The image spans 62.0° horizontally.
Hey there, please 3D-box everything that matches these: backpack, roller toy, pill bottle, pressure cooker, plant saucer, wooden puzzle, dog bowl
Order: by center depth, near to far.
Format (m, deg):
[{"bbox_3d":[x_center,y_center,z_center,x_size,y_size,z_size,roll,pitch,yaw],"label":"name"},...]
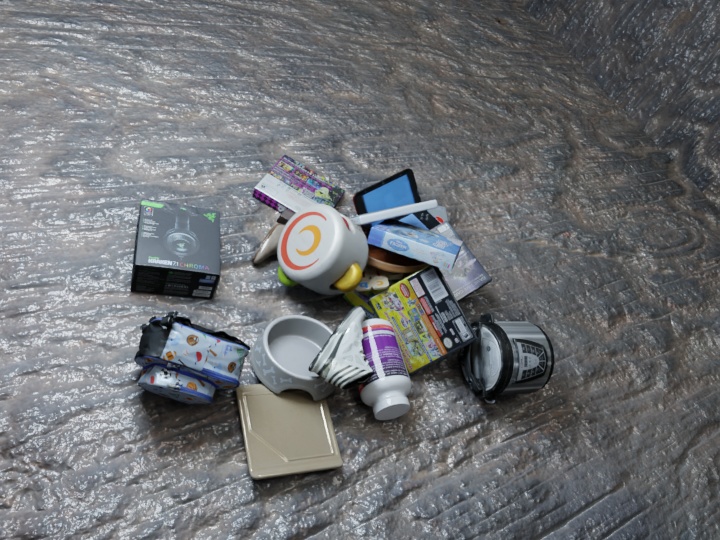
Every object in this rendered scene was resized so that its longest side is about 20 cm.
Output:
[{"bbox_3d":[-0.307,0.165,1.098,0.190,0.200,0.155,15,77,-26],"label":"backpack"},{"bbox_3d":[-0.142,0.306,1.169,0.184,0.037,0.201,2,47,-28],"label":"wooden puzzle"},{"bbox_3d":[-0.124,0.174,1.249,0.199,0.059,0.201,16,38,-13],"label":"dog bowl"},{"bbox_3d":[0.041,0.212,1.288,0.112,0.113,0.201,3,51,-26],"label":"pill bottle"},{"bbox_3d":[-0.078,-0.044,1.346,0.140,0.199,0.184,31,64,-50],"label":"roller toy"},{"bbox_3d":[0.327,0.208,1.404,0.199,0.179,0.176,4,38,-26],"label":"pressure cooker"},{"bbox_3d":[0.072,-0.046,1.463,0.199,0.032,0.201,11,28,-6],"label":"plant saucer"}]

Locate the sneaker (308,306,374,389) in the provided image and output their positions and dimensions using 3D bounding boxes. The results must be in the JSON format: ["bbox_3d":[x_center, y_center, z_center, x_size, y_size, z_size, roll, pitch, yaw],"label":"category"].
[{"bbox_3d":[-0.015,0.167,1.228,0.115,0.076,0.201,36,45,1],"label":"sneaker"}]

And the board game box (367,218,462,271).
[{"bbox_3d":[0.134,-0.066,1.405,0.198,0.044,0.200,20,15,9],"label":"board game box"}]

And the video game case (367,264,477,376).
[{"bbox_3d":[0.140,0.111,1.369,0.201,0.180,0.025,61,10,7],"label":"video game case"}]

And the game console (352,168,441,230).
[{"bbox_3d":[0.104,-0.148,1.586,0.199,0.119,0.172,-28,55,-21],"label":"game console"}]

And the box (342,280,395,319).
[{"bbox_3d":[0.048,0.072,1.460,0.200,0.048,0.117,42,46,7],"label":"box"}]

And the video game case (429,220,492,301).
[{"bbox_3d":[0.227,-0.021,1.549,0.142,0.019,0.200,-28,73,-23],"label":"video game case"}]

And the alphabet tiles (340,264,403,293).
[{"bbox_3d":[0.000,0.000,1.448,0.199,0.015,0.196,-5,29,-3],"label":"alphabet tiles"}]

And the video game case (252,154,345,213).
[{"bbox_3d":[-0.160,-0.206,1.595,0.199,0.036,0.182,30,45,-2],"label":"video game case"}]

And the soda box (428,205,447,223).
[{"bbox_3d":[0.209,-0.091,1.670,0.063,0.068,0.201,11,48,-16],"label":"soda box"}]

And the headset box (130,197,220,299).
[{"bbox_3d":[-0.395,-0.051,1.296,0.173,0.093,0.201,9,48,-22],"label":"headset box"}]

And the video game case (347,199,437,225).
[{"bbox_3d":[0.063,-0.137,1.465,0.199,0.182,0.023,-14,96,-17],"label":"video game case"}]

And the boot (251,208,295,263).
[{"bbox_3d":[-0.158,-0.057,1.452,0.146,0.070,0.201,36,55,-11],"label":"boot"}]
